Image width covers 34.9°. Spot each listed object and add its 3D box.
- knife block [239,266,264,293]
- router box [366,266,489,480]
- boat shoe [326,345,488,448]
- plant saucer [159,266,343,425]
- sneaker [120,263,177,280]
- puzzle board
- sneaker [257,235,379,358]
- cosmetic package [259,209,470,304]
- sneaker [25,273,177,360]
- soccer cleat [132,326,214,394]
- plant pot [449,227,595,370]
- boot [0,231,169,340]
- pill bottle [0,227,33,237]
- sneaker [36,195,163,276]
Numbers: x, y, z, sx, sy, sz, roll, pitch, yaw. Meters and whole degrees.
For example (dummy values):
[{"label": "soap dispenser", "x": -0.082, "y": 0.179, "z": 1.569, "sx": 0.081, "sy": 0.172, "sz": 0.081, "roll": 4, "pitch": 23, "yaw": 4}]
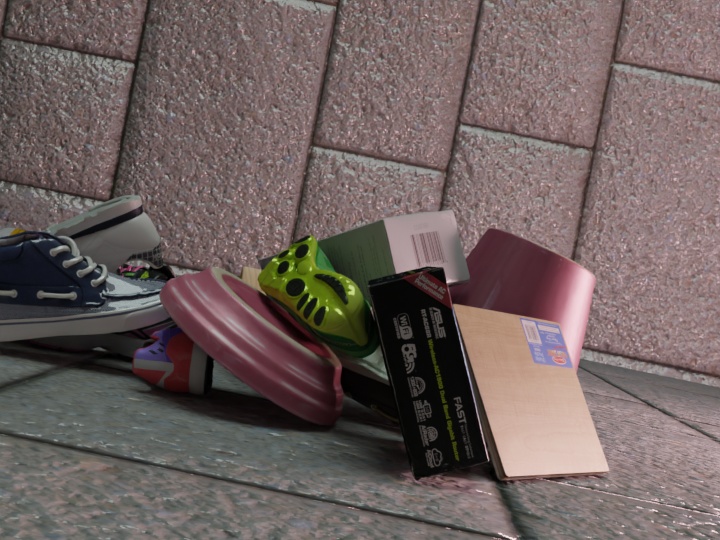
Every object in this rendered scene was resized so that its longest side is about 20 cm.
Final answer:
[{"label": "knife block", "x": -0.123, "y": 0.094, "z": 1.330, "sx": 0.063, "sy": 0.177, "sz": 0.201, "roll": 12, "pitch": -44, "yaw": -11}, {"label": "router box", "x": 0.052, "y": 0.076, "z": 0.944, "sx": 0.061, "sy": 0.152, "sz": 0.200, "roll": -13, "pitch": 1, "yaw": 1}, {"label": "boat shoe", "x": 0.050, "y": 0.117, "z": 1.105, "sx": 0.200, "sy": 0.061, "sz": 0.072, "roll": 29, "pitch": 49, "yaw": 21}, {"label": "plant saucer", "x": -0.090, "y": 0.061, "z": 1.045, "sx": 0.200, "sy": 0.051, "sz": 0.201, "roll": 38, "pitch": 4, "yaw": -3}, {"label": "sneaker", "x": -0.254, "y": 0.019, "z": 1.285, "sx": 0.199, "sy": 0.074, "sz": 0.088, "roll": 32, "pitch": -37, "yaw": -2}, {"label": "puzzle board", "x": 0.151, "y": 0.111, "z": 1.024, "sx": 0.017, "sy": 0.152, "sz": 0.199, "roll": -28, "pitch": -22, "yaw": 30}, {"label": "sneaker", "x": -0.040, "y": 0.030, "z": 1.083, "sx": 0.084, "sy": 0.074, "sz": 0.200, "roll": 56, "pitch": -5, "yaw": -29}, {"label": "cosmetic package", "x": 0.000, "y": 0.000, "z": 1.191, "sx": 0.112, "sy": 0.082, "sz": 0.199, "roll": -10, "pitch": -6, "yaw": -43}, {"label": "sneaker", "x": -0.279, "y": 0.041, "z": 1.207, "sx": 0.198, "sy": 0.087, "sz": 0.080, "roll": 11, "pitch": -1, "yaw": -20}, {"label": "soccer cleat", "x": -0.175, "y": 0.077, "z": 1.103, "sx": 0.072, "sy": 0.069, "sz": 0.200, "roll": 7, "pitch": 4, "yaw": -7}, {"label": "plant pot", "x": 0.155, "y": 0.063, "z": 1.211, "sx": 0.198, "sy": 0.181, "sz": 0.200, "roll": 25, "pitch": -3, "yaw": 1}, {"label": "boot", "x": -0.270, "y": 0.009, "z": 1.084, "sx": 0.198, "sy": 0.092, "sz": 0.073, "roll": -7, "pitch": 17, "yaw": -16}, {"label": "pill bottle", "x": -0.386, "y": 0.008, "z": 1.375, "sx": 0.197, "sy": 0.106, "sz": 0.104, "roll": 12, "pitch": 1, "yaw": -3}, {"label": "sneaker", "x": -0.298, "y": -0.005, "z": 1.149, "sx": 0.198, "sy": 0.081, "sz": 0.076, "roll": -21, "pitch": 17, "yaw": 1}]
